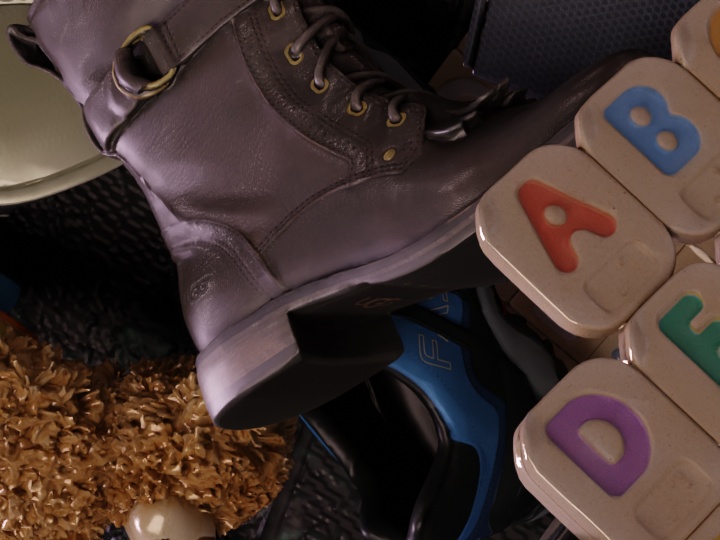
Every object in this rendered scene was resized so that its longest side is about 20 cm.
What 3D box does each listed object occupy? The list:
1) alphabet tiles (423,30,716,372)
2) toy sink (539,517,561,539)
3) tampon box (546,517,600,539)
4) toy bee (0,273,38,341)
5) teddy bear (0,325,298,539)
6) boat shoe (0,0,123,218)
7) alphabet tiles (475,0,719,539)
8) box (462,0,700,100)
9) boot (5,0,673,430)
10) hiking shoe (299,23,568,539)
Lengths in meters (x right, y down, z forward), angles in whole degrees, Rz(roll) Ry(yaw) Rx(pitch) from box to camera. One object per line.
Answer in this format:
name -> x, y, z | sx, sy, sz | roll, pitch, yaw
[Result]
alphabet tiles -> 0.100, 0.000, 0.873 | 0.200, 0.008, 0.167 | 40, 128, 3
toy sink -> 0.104, 0.137, 0.861 | 0.200, 0.130, 0.112 | 13, 121, 23
tampon box -> 0.063, 0.157, 0.719 | 0.126, 0.150, 0.200 | 40, 126, 6
toy bee -> -0.155, 0.011, 0.954 | 0.200, 0.109, 0.131 | 9, 79, 7
teddy bear -> -0.122, 0.067, 0.884 | 0.200, 0.067, 0.145 | 13, 136, -13
boat shoe -> -0.149, -0.046, 0.911 | 0.199, 0.066, 0.075 | -20, 87, 7
alphabet tiles -> 0.135, 0.016, 0.677 | 0.196, 0.200, 0.015 | 44, 154, 10
box -> 0.142, -0.098, 0.765 | 0.200, 0.051, 0.158 | 24, 123, 16
boot -> -0.012, -0.065, 0.798 | 0.200, 0.069, 0.174 | -32, 70, 24
hiking shoe -> 0.000, 0.000, 0.860 | 0.074, 0.087, 0.200 | -36, 83, 39
